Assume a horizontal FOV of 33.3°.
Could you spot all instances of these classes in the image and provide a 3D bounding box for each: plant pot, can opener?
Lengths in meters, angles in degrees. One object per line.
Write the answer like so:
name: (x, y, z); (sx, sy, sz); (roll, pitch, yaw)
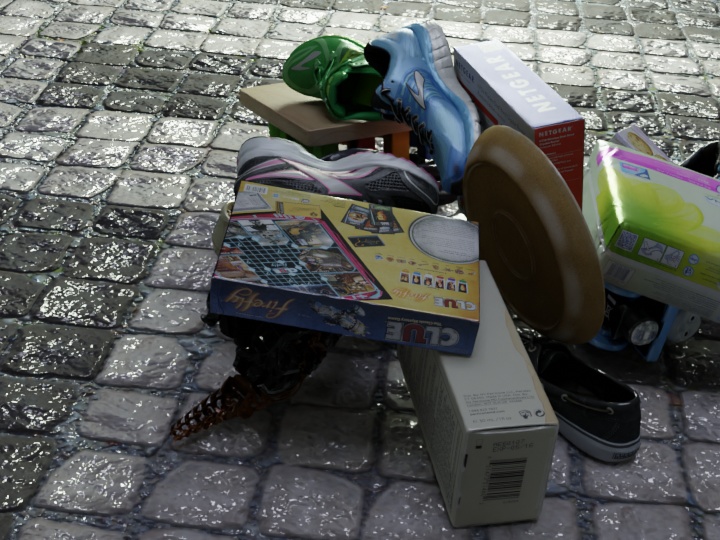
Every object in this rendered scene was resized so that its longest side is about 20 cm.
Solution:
plant pot: (0.138, -0.024, 1.022); (0.027, 0.201, 0.200); (-25, 37, -16)
can opener: (0.026, -0.086, 1.255); (0.199, 0.064, 0.078); (3, -8, -40)

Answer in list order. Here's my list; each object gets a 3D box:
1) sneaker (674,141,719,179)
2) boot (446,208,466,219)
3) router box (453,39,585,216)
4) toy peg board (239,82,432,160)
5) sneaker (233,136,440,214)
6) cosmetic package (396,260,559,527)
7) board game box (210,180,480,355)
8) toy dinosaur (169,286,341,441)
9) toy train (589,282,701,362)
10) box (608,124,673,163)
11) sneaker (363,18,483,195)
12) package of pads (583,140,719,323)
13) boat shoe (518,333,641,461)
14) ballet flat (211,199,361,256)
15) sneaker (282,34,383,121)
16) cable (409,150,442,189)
sneaker: (0.409, -0.099, 1.333); (0.199, 0.090, 0.078); (-14, 33, -28)
boot: (0.193, -0.046, 1.273); (0.199, 0.070, 0.132); (7, 36, 20)
router box: (0.145, -0.096, 1.131); (0.049, 0.180, 0.200); (-12, 34, -12)
toy peg board: (-0.008, -0.150, 1.360); (0.198, 0.098, 0.200); (-12, 26, -24)
sneaker: (-0.027, -0.061, 1.135); (0.199, 0.081, 0.087); (7, 44, 5)
cosmetic package: (0.086, 0.091, 0.943); (0.073, 0.104, 0.200); (-3, 38, -10)
board game box: (-0.008, -0.004, 0.933); (0.199, 0.035, 0.136); (10, 36, -1)
toy dinosaur: (-0.068, 0.066, 0.980); (0.102, 0.136, 0.200); (15, 56, 19)
toy train: (0.247, 0.007, 1.152); (0.114, 0.087, 0.200); (1, 31, -22)
box: (0.334, -0.068, 1.252); (0.041, 0.039, 0.200); (-26, 68, -41)
sneaker: (0.055, -0.150, 1.153); (0.090, 0.079, 0.201); (-11, 57, -13)
package of pads: (0.284, -0.035, 1.097); (0.154, 0.068, 0.200); (19, 29, -4)
boat shoe: (0.161, 0.088, 1.024); (0.068, 0.057, 0.200); (-19, 37, -35)
ballet flat: (-0.030, -0.033, 1.052); (0.199, 0.070, 0.070); (3, 29, -4)
sneaker: (-0.015, -0.202, 1.262); (0.199, 0.074, 0.083); (19, 26, 39)
cable: (0.047, -0.079, 1.335); (0.097, 0.051, 0.200); (17, 43, 25)
